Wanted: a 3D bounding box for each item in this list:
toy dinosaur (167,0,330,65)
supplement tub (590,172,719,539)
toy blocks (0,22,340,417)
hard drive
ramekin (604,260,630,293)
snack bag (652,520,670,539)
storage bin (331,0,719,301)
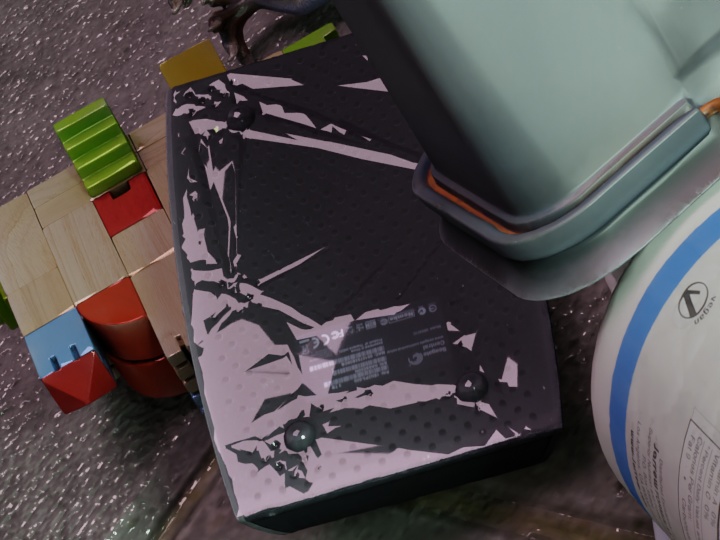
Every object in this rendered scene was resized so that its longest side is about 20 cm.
[{"bbox_3d":[-0.015,-0.177,1.113,0.181,0.105,0.201,-35,33,16],"label":"toy dinosaur"},{"bbox_3d":[0.159,0.060,0.639,0.132,0.132,0.200,-40,35,-2],"label":"supplement tub"},{"bbox_3d":[-0.067,0.001,1.000,0.199,0.100,0.137,-29,48,-1],"label":"toy blocks"},{"bbox_3d":[0.000,0.000,0.909,0.134,0.042,0.201,-16,55,5],"label":"hard drive"},{"bbox_3d":[0.150,-0.071,0.816,0.199,0.105,0.201,-27,33,19],"label":"ramekin"},{"bbox_3d":[0.180,0.059,0.751,0.199,0.021,0.189,-26,37,20],"label":"snack bag"},{"bbox_3d":[0.074,-0.110,0.697,0.200,0.135,0.146,-42,22,-3],"label":"storage bin"}]
